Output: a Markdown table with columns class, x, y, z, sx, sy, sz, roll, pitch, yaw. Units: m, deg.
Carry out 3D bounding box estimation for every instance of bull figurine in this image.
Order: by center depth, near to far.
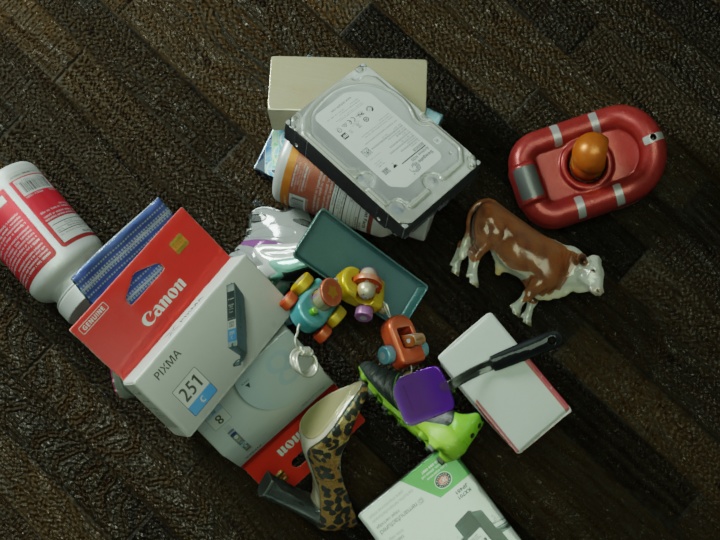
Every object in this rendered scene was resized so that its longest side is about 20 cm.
| class | x | y | z | sx | sy | sz | roll | pitch | yaw |
| --- | --- | --- | --- | --- | --- | --- | --- | --- | --- |
| bull figurine | 0.212 | -0.006 | 1.433 | 0.199 | 0.065 | 0.122 | 35 | 90 | 11 |

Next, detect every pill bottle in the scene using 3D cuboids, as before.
| class | x | y | z | sx | sy | sz | roll | pitch | yaw |
| --- | --- | --- | --- | --- | --- | --- | --- | --- | --- |
| pill bottle | -0.001 | -0.109 | 1.391 | 0.198 | 0.112 | 0.113 | 19 | 83 | 5 |
| pill bottle | -0.404 | -0.033 | 1.444 | 0.112 | 0.112 | 0.200 | -42 | 82 | -3 |

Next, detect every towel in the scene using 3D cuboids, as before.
| class | x | y | z | sx | sy | sz | roll | pitch | yaw |
| --- | --- | --- | --- | --- | --- | --- | --- | --- | --- |
| towel | -0.220 | 0.038 | 1.297 | 0.145 | 0.024 | 0.200 | -45 | 108 | -22 |

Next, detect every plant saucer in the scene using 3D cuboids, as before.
| class | x | y | z | sx | sy | sz | roll | pitch | yaw |
| --- | --- | --- | --- | --- | --- | --- | --- | --- | --- |
| plant saucer | 0.000 | 0.000 | 1.409 | 0.200 | 0.019 | 0.070 | 36 | 84 | -34 |

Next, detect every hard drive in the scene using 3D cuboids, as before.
| class | x | y | z | sx | sy | sz | roll | pitch | yaw |
| --- | --- | --- | --- | --- | --- | --- | --- | --- | --- |
| hard drive | 0.025 | -0.144 | 1.328 | 0.139 | 0.038 | 0.200 | -39 | 73 | -24 |

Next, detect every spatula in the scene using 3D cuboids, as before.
| class | x | y | z | sx | sy | sz | roll | pitch | yaw |
| --- | --- | --- | --- | --- | --- | --- | --- | --- | --- |
| spatula | 0.131 | 0.111 | 1.241 | 0.199 | 0.021 | 0.057 | -24 | 95 | 0 |

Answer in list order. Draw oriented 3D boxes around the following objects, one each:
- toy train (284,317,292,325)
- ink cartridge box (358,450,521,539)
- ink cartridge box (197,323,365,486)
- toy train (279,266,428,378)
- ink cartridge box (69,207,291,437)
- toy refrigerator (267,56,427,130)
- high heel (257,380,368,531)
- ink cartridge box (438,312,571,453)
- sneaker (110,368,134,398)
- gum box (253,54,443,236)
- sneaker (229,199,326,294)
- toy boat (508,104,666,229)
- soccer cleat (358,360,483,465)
| class | x | y | z | sx | sy | sz | roll | pitch | yaw |
| --- | --- | --- | --- | --- | --- | --- | --- | --- | --- |
| toy train | -0.193 | 0.063 | 1.387 | 0.198 | 0.056 | 0.151 | -17 | 119 | 15 |
| ink cartridge box | 0.112 | 0.335 | 1.381 | 0.146 | 0.083 | 0.200 | -38 | 82 | -3 |
| ink cartridge box | -0.099 | 0.182 | 1.378 | 0.160 | 0.047 | 0.200 | -41 | 117 | -5 |
| toy train | 0.001 | 0.061 | 1.332 | 0.199 | 0.056 | 0.151 | -1 | 66 | -39 |
| ink cartridge box | -0.198 | 0.056 | 1.274 | 0.176 | 0.045 | 0.200 | 47 | 65 | -18 |
| toy refrigerator | -0.015 | -0.222 | 1.430 | 0.198 | 0.070 | 0.077 | 1 | 73 | 2 |
| high heel | -0.016 | 0.231 | 1.380 | 0.142 | 0.072 | 0.200 | 31 | 107 | -26 |
| ink cartridge box | 0.168 | 0.137 | 1.349 | 0.083 | 0.200 | 0.145 | -41 | 82 | 0 |
| sneaker | -0.236 | 0.122 | 1.367 | 0.087 | 0.200 | 0.082 | -12 | 65 | 15 |
| gum box | -0.014 | -0.165 | 1.477 | 0.199 | 0.045 | 0.171 | 25 | 84 | 6 |
| sneaker | -0.139 | -0.028 | 1.458 | 0.198 | 0.078 | 0.141 | -19 | 61 | 13 |
| toy boat | 0.290 | -0.139 | 1.415 | 0.198 | 0.131 | 0.132 | -19 | 82 | 0 |
| soccer cleat | 0.073 | 0.161 | 1.384 | 0.081 | 0.068 | 0.200 | -43 | 45 | -10 |
